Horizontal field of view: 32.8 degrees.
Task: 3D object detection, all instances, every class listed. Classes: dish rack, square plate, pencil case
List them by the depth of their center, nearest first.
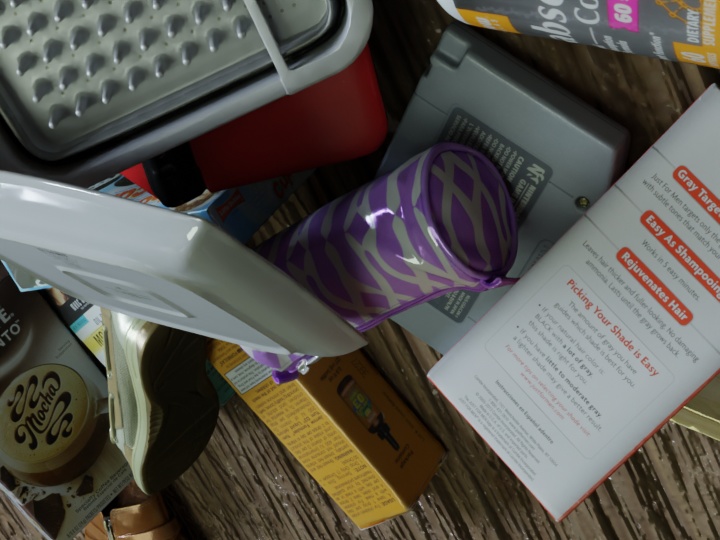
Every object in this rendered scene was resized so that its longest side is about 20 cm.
[{"bbox_3d":[-0.110,-0.142,0.561,0.198,0.044,0.173,-24,118,7],"label":"dish rack"},{"bbox_3d":[-0.118,-0.001,0.627,0.198,0.029,0.198,12,167,25],"label":"square plate"},{"bbox_3d":[0.000,0.000,0.701,0.199,0.083,0.086,-29,69,45],"label":"pencil case"}]

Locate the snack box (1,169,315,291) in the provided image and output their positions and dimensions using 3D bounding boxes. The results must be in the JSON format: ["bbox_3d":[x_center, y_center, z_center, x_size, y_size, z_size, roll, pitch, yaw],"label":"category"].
[{"bbox_3d":[-0.130,-0.042,0.783,0.198,0.116,0.037,-8,120,37],"label":"snack box"}]

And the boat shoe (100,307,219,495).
[{"bbox_3d":[-0.146,0.081,0.845,0.063,0.073,0.202,39,149,25],"label":"boat shoe"}]

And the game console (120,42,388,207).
[{"bbox_3d":[-0.095,-0.150,0.645,0.172,0.118,0.202,30,142,54],"label":"game console"}]

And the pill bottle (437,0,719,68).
[{"bbox_3d":[0.096,-0.161,0.545,0.198,0.116,0.117,15,129,25],"label":"pill bottle"}]

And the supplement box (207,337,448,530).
[{"bbox_3d":[-0.032,0.083,0.847,0.200,0.067,0.069,48,135,-6],"label":"supplement box"}]

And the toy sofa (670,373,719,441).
[{"bbox_3d":[0.204,0.062,0.662,0.198,0.083,0.098,22,91,18],"label":"toy sofa"}]

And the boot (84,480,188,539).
[{"bbox_3d":[-0.227,0.256,1.104,0.198,0.074,0.156,-9,119,24],"label":"boot"}]

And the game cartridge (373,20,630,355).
[{"bbox_3d":[0.070,-0.032,0.715,0.132,0.042,0.201,31,134,5],"label":"game cartridge"}]

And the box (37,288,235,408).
[{"bbox_3d":[-0.175,0.027,0.912,0.200,0.049,0.082,49,134,-7],"label":"box"}]

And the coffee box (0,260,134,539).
[{"bbox_3d":[-0.261,0.100,0.946,0.080,0.113,0.201,16,144,54],"label":"coffee box"}]

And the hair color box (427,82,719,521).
[{"bbox_3d":[0.139,0.017,0.608,0.200,0.061,0.102,-46,76,14],"label":"hair color box"}]
